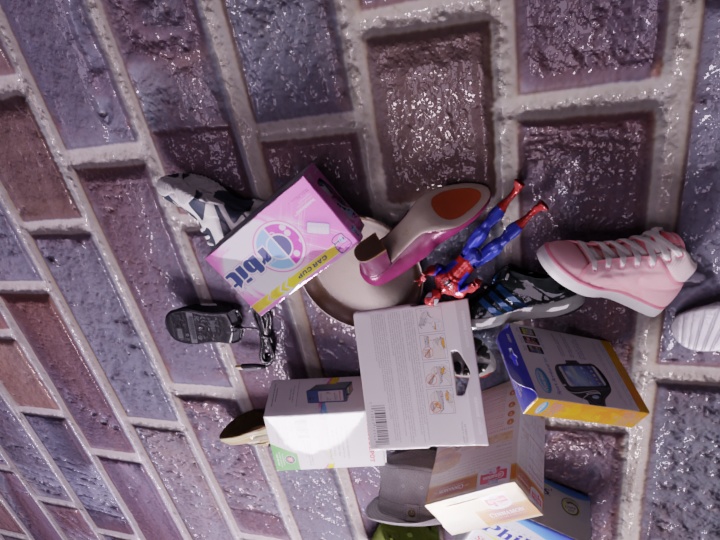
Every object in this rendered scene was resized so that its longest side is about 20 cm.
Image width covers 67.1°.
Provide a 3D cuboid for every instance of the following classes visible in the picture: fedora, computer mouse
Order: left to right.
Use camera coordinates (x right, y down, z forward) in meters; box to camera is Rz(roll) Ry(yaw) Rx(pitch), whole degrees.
[{"bbox_3d":[-0.243,0.117,0.980,0.197,0.046,0.142,-4,116,9],"label":"computer mouse"},{"bbox_3d":[0.100,0.377,0.970,0.198,0.176,0.091,-8,89,33],"label":"fedora"}]

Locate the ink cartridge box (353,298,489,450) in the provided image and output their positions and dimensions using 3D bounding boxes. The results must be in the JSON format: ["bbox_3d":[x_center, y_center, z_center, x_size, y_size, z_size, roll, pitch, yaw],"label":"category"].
[{"bbox_3d":[0.087,0.148,0.777,0.174,0.045,0.203,-9,86,22],"label":"ink cartridge box"}]

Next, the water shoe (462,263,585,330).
[{"bbox_3d":[0.203,0.030,0.755,0.198,0.071,0.080,-13,95,22],"label":"water shoe"}]

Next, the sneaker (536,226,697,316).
[{"bbox_3d":[0.313,-0.017,0.650,0.198,0.076,0.105,18,126,-19],"label":"sneaker"}]

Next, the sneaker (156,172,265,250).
[{"bbox_3d":[-0.224,-0.061,0.832,0.197,0.080,0.131,18,118,-4],"label":"sneaker"}]

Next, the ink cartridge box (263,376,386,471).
[{"bbox_3d":[-0.055,0.269,0.952,0.197,0.088,0.147,-3,123,4],"label":"ink cartridge box"}]

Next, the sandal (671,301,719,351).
[{"bbox_3d":[0.492,0.050,0.662,0.206,0.059,0.080,-16,100,51],"label":"sandal"}]

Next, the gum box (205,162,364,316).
[{"bbox_3d":[-0.099,-0.043,0.746,0.199,0.066,0.114,-36,108,21],"label":"gum box"}]

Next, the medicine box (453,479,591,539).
[{"bbox_3d":[0.283,0.462,0.972,0.180,0.103,0.201,20,127,6],"label":"medicine box"}]

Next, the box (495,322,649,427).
[{"bbox_3d":[0.265,0.135,0.712,0.198,0.120,0.042,10,130,-17],"label":"box"}]

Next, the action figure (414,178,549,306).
[{"bbox_3d":[0.143,-0.020,0.684,0.065,0.099,0.200,43,114,7],"label":"action figure"}]

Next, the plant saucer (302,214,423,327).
[{"bbox_3d":[0.000,0.000,0.820,0.198,0.032,0.202,9,125,14],"label":"plant saucer"}]

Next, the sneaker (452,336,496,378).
[{"bbox_3d":[0.112,0.133,0.843,0.198,0.078,0.085,11,165,29],"label":"sneaker"}]

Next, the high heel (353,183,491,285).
[{"bbox_3d":[0.085,-0.047,0.734,0.198,0.068,0.096,-24,153,3],"label":"high heel"}]

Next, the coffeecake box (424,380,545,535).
[{"bbox_3d":[0.194,0.276,0.822,0.153,0.201,0.073,-31,108,33],"label":"coffeecake box"}]

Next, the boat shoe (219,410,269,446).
[{"bbox_3d":[-0.193,0.320,1.077,0.198,0.072,0.065,-20,112,24],"label":"boat shoe"}]

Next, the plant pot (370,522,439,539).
[{"bbox_3d":[0.079,0.594,1.099,0.198,0.200,0.192,18,113,8],"label":"plant pot"}]
